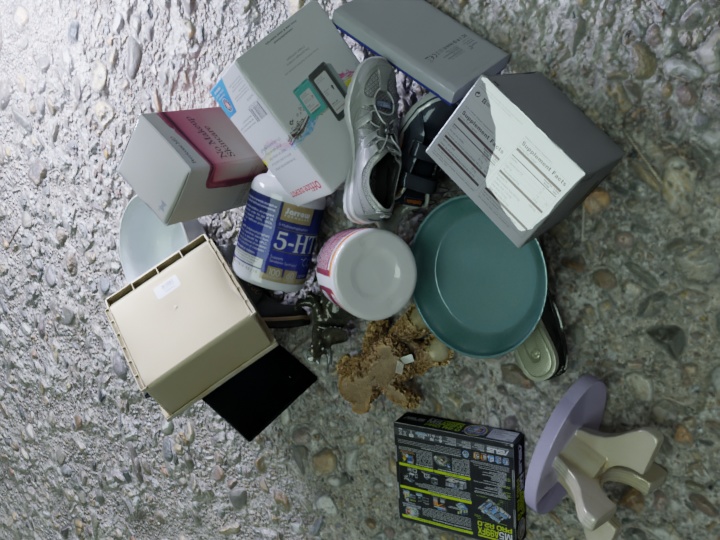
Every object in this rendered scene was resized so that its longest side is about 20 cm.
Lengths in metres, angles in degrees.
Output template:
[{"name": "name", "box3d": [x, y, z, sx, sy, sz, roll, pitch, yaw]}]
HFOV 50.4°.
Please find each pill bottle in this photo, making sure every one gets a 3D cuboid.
[{"name": "pill bottle", "box3d": [0.000, 0.000, 1.041, 0.111, 0.200, 0.118, -1, 94, -11]}, {"name": "pill bottle", "box3d": [-0.117, -0.082, 1.156, 0.118, 0.119, 0.205, 21, 102, 26]}]

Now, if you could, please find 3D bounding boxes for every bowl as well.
[{"name": "bowl", "box3d": [-0.325, -0.038, 1.320, 0.198, 0.089, 0.207, 9, 105, 38]}]

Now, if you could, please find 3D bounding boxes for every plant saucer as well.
[{"name": "plant saucer", "box3d": [0.150, 0.006, 0.961, 0.196, 0.036, 0.206, 8, 103, 38]}]

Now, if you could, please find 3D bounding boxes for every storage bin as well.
[{"name": "storage bin", "box3d": [-0.263, 0.079, 1.161, 0.198, 0.094, 0.199, -34, 55, -7]}]

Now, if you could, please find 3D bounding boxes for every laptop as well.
[{"name": "laptop", "box3d": [-0.211, 0.190, 1.253, 0.197, 0.187, 0.118, -19, 102, 40]}]

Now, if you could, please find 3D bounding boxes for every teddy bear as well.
[{"name": "teddy bear", "box3d": [0.052, 0.133, 1.149, 0.144, 0.067, 0.202, 38, 113, 9]}]

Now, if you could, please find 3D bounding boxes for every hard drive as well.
[{"name": "hard drive", "box3d": [0.077, -0.295, 0.977, 0.199, 0.131, 0.026, 39, 142, 19]}]

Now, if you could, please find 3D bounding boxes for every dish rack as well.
[{"name": "dish rack", "box3d": [0.129, -0.098, 1.024, 0.153, 0.054, 0.203, -41, 69, 33]}]

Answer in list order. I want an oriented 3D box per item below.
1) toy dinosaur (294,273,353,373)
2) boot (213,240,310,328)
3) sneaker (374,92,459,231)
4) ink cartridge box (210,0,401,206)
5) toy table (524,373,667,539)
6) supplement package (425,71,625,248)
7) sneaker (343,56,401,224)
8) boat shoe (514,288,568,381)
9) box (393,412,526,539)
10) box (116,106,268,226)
[{"name": "toy dinosaur", "box3d": [-0.036, 0.043, 1.180, 0.101, 0.077, 0.203, 30, 96, 9]}, {"name": "boot", "box3d": [-0.175, 0.023, 1.263, 0.195, 0.077, 0.142, 3, 83, 15]}, {"name": "sneaker", "box3d": [0.073, -0.133, 0.989, 0.201, 0.077, 0.081, -55, 42, 37]}, {"name": "ink cartridge box", "box3d": [-0.073, -0.216, 1.022, 0.201, 0.146, 0.146, 52, 160, -13]}, {"name": "toy table", "box3d": [0.293, 0.249, 0.956, 0.116, 0.181, 0.204, 34, 131, 39]}, {"name": "supplement package", "box3d": [0.199, -0.138, 0.894, 0.156, 0.199, 0.111, 46, 122, 12]}, {"name": "sneaker", "box3d": [0.028, -0.158, 0.936, 0.081, 0.073, 0.206, 11, 102, 57]}, {"name": "boat shoe", "box3d": [0.223, 0.043, 1.009, 0.071, 0.067, 0.205, -26, 72, 42]}, {"name": "box", "box3d": [0.146, 0.308, 1.136, 0.196, 0.044, 0.165, 3, 104, 33]}, {"name": "box", "box3d": [-0.249, -0.167, 1.178, 0.128, 0.199, 0.110, 44, 122, 14]}]
